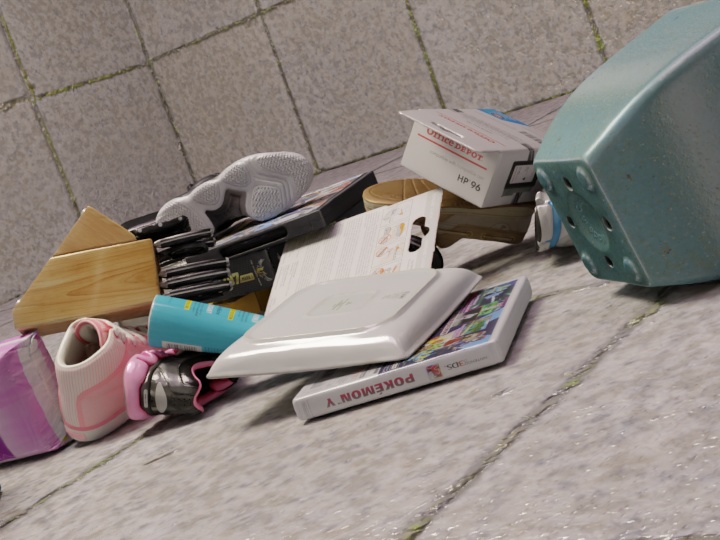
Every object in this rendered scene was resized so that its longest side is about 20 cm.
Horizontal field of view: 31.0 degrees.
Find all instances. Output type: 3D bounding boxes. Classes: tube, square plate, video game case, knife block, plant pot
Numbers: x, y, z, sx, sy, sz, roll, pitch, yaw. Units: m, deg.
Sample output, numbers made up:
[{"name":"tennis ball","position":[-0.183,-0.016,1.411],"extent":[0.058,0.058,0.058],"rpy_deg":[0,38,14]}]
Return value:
[{"name":"tube","position":[-0.104,0.063,1.259],"extent":[0.198,0.051,0.077],"rpy_deg":[8,15,-1]},{"name":"square plate","position":[-0.012,0.041,1.162],"extent":[0.197,0.029,0.200],"rpy_deg":[-8,16,27]},{"name":"video game case","position":[-0.089,-0.059,1.532],"extent":[0.180,0.026,0.200],"rpy_deg":[-18,10,23]},{"name":"knife block","position":[-0.239,0.023,1.361],"extent":[0.201,0.175,0.064],"rpy_deg":[-56,-5,-12]},{"name":"plant pot","position":[0.262,-0.088,1.057],"extent":[0.199,0.197,0.196],"rpy_deg":[-33,11,-10]},{"name":"video game case","position":[0.051,0.064,1.122],"extent":[0.181,0.023,0.200],"rpy_deg":[-18,9,18]}]

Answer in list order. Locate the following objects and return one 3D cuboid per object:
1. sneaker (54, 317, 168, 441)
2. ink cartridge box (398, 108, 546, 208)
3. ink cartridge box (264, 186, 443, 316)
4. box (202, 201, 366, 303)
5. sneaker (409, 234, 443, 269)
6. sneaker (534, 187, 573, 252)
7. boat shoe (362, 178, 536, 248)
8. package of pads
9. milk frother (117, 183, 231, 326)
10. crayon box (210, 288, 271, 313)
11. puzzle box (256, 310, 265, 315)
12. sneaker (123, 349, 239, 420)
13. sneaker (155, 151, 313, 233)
[{"name":"sneaker","position":[-0.237,0.080,1.343],"extent":[0.075,0.105,0.200],"rpy_deg":[11,36,35]},{"name":"ink cartridge box","position":[0.127,-0.124,1.406],"extent":[0.116,0.068,0.199],"rpy_deg":[30,22,30]},{"name":"ink cartridge box","position":[0.000,0.000,1.373],"extent":[0.199,0.050,0.161],"rpy_deg":[-17,32,21]},{"name":"box","position":[-0.098,-0.023,1.593],"extent":[0.157,0.051,0.200],"rpy_deg":[-13,12,42]},{"name":"sneaker","position":[0.037,-0.015,1.498],"extent":[0.090,0.070,0.199],"rpy_deg":[-31,11,-37]},{"name":"sneaker","position":[0.230,-0.057,1.363],"extent":[0.086,0.076,0.200],"rpy_deg":[-1,13,11]},{"name":"boat shoe","position":[0.099,-0.058,1.470],"extent":[0.198,0.070,0.074],"rpy_deg":[3,29,-5]},{"name":"package of pads","position":[-0.398,0.145,1.365],"extent":[0.199,0.121,0.076],"rpy_deg":[-16,13,28]},{"name":"milk frother","position":[-0.257,-0.011,1.798],"extent":[0.187,0.182,0.200],"rpy_deg":[-20,12,-4]},{"name":"crayon box","position":[-0.106,0.026,1.655],"extent":[0.199,0.051,0.127],"rpy_deg":[-26,10,-33]},{"name":"puzzle box","position":[-0.183,0.099,1.465],"extent":[0.199,0.026,0.133],"rpy_deg":[-23,9,-13]},{"name":"sneaker","position":[-0.154,0.098,1.302],"extent":[0.095,0.080,0.200],"rpy_deg":[0,19,21]},{"name":"sneaker","position":[-0.143,-0.094,1.539],"extent":[0.199,0.076,0.114],"rpy_deg":[-23,12,12]}]
